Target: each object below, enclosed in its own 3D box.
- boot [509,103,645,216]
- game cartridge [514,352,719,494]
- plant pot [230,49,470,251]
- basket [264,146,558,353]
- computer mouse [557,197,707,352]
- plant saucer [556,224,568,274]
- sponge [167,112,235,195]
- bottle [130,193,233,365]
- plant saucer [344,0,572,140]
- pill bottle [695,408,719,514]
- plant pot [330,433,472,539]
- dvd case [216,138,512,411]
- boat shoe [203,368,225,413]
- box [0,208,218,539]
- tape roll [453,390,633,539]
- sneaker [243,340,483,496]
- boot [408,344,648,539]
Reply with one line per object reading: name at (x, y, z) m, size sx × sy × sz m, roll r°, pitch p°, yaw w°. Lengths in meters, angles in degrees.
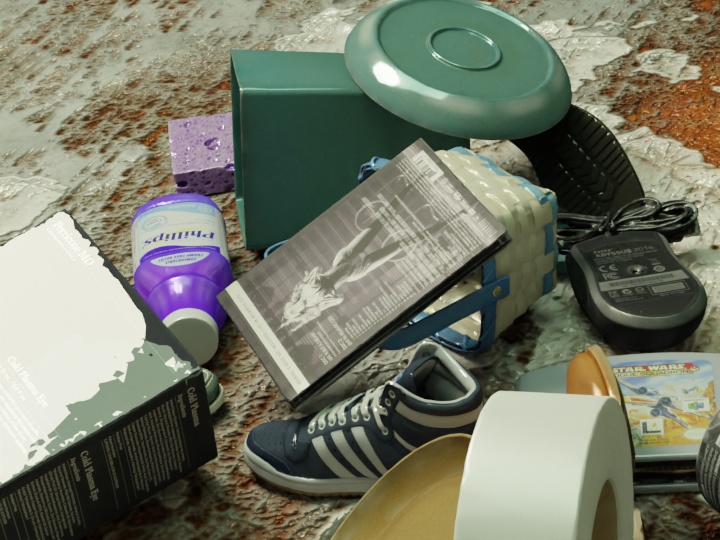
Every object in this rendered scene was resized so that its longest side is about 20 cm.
boot at (0.193, -0.109, 1.849) m, size 0.200 × 0.078 × 0.138 m, roll 49°, pitch 17°, yaw 22°
game cartridge at (0.208, 0.108, 1.507) m, size 0.198 × 0.042 × 0.134 m, roll -4°, pitch 35°, yaw 7°
plant pot at (-0.008, -0.110, 1.814) m, size 0.198 × 0.143 × 0.141 m, roll -3°, pitch 20°, yaw -5°
basket at (0.048, -0.008, 1.634) m, size 0.199 × 0.140 × 0.176 m, roll -18°, pitch 33°, yaw -30°
computer mouse at (0.217, 0.012, 1.650) m, size 0.137 × 0.053 × 0.200 m, roll -5°, pitch 29°, yaw -3°
plant saucer at (0.106, -0.016, 1.759) m, size 0.198 × 0.019 × 0.070 m, roll -2°, pitch 31°, yaw 12°
sponge at (-0.079, -0.119, 1.965) m, size 0.198 × 0.030 × 0.112 m, roll -9°, pitch 30°, yaw -2°
bottle at (-0.146, 0.008, 1.729) m, size 0.083 × 0.066 × 0.200 m, roll -8°, pitch 30°, yaw -3°
plant saucer at (0.085, -0.179, 1.778) m, size 0.198 × 0.028 × 0.201 m, roll 9°, pitch 38°, yaw -7°
pill bottle at (0.308, 0.157, 1.329) m, size 0.105 × 0.107 × 0.200 m, roll -19°, pitch 33°, yaw -19°
plant pot at (0.024, 0.193, 1.311) m, size 0.200 × 0.027 × 0.201 m, roll -46°, pitch 20°, yaw 21°
dvd case at (0.000, 0.000, 1.554) m, size 0.199 × 0.016 × 0.149 m, roll -37°, pitch 40°, yaw -2°
boat shoe at (-0.204, 0.088, 1.609) m, size 0.198 × 0.062 × 0.073 m, roll -3°, pitch 28°, yaw 7°
box at (-0.232, 0.086, 1.510) m, size 0.181 × 0.105 × 0.200 m, roll -30°, pitch 53°, yaw -19°
tape roll at (0.109, 0.172, 1.220) m, size 0.070 × 0.204 × 0.203 m, roll 3°, pitch 32°, yaw 16°
sneaker at (0.004, 0.104, 1.487) m, size 0.198 × 0.109 × 0.070 m, roll 7°, pitch 33°, yaw 24°
boot at (0.108, 0.140, 1.406) m, size 0.153 × 0.074 × 0.201 m, roll -10°, pitch 45°, yaw 9°
